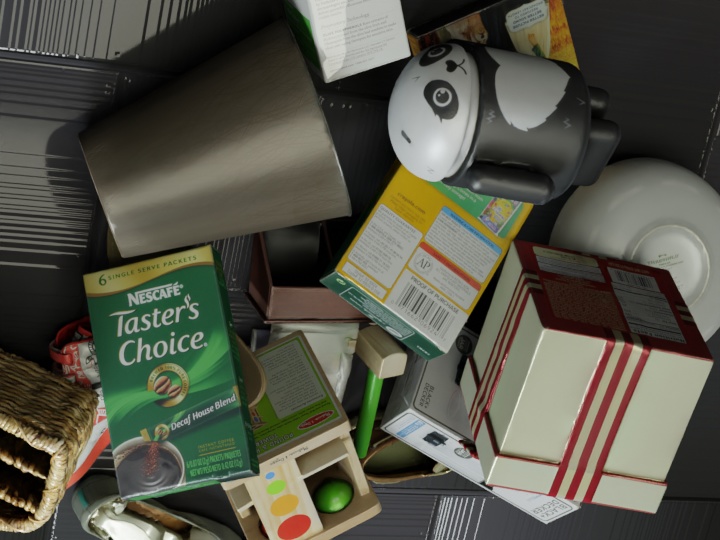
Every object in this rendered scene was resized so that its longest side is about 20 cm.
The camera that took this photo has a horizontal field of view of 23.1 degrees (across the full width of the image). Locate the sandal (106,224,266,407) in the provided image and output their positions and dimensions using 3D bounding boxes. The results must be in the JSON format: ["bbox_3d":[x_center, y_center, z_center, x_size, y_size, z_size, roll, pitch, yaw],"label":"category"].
[{"bbox_3d":[-0.154,0.035,1.579,0.077,0.070,0.212,-35,84,3],"label":"sandal"}]

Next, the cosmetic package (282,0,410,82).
[{"bbox_3d":[-0.026,-0.275,1.473,0.084,0.108,0.202,-19,116,-10],"label":"cosmetic package"}]

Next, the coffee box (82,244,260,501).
[{"bbox_3d":[-0.163,0.088,1.508,0.122,0.044,0.202,-12,78,7],"label":"coffee box"}]

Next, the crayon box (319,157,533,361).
[{"bbox_3d":[0.068,-0.038,1.579,0.125,0.052,0.201,36,69,-9],"label":"crayon box"}]

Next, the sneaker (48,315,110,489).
[{"bbox_3d":[-0.262,0.116,1.585,0.201,0.067,0.108,-40,119,-4],"label":"sneaker"}]

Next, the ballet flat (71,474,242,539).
[{"bbox_3d":[-0.187,0.259,1.675,0.199,0.064,0.068,31,100,-29],"label":"ballet flat"}]

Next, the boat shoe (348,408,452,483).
[{"bbox_3d":[0.075,0.171,1.725,0.198,0.074,0.076,-11,116,-15],"label":"boat shoe"}]

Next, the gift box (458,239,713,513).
[{"bbox_3d":[0.197,0.097,1.571,0.183,0.200,0.188,13,116,-8],"label":"gift box"}]

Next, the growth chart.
[{"bbox_3d":[-0.075,0.118,1.680,0.144,0.018,0.201,12,108,-24],"label":"growth chart"}]

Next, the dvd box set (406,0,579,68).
[{"bbox_3d":[0.136,-0.156,1.628,0.145,0.029,0.201,-23,118,-9],"label":"dvd box set"}]

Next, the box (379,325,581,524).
[{"bbox_3d":[0.128,0.143,1.682,0.199,0.117,0.060,30,146,-15],"label":"box"}]

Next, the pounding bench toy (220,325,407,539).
[{"bbox_3d":[-0.037,0.154,1.614,0.199,0.125,0.157,-26,135,-6],"label":"pounding bench toy"}]

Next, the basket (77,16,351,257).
[{"bbox_3d":[-0.129,-0.096,1.503,0.198,0.136,0.182,-21,103,-5],"label":"basket"}]

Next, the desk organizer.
[{"bbox_3d":[0.000,0.000,1.626,0.198,0.072,0.078,0,110,-20],"label":"desk organizer"}]

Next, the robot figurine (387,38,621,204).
[{"bbox_3d":[0.122,-0.130,1.522,0.198,0.150,0.126,8,97,-17],"label":"robot figurine"}]

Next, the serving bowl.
[{"bbox_3d":[0.279,-0.004,1.665,0.198,0.066,0.202,-2,98,-16],"label":"serving bowl"}]

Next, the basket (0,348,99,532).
[{"bbox_3d":[-0.342,0.145,1.485,0.199,0.149,0.144,25,104,-3],"label":"basket"}]
